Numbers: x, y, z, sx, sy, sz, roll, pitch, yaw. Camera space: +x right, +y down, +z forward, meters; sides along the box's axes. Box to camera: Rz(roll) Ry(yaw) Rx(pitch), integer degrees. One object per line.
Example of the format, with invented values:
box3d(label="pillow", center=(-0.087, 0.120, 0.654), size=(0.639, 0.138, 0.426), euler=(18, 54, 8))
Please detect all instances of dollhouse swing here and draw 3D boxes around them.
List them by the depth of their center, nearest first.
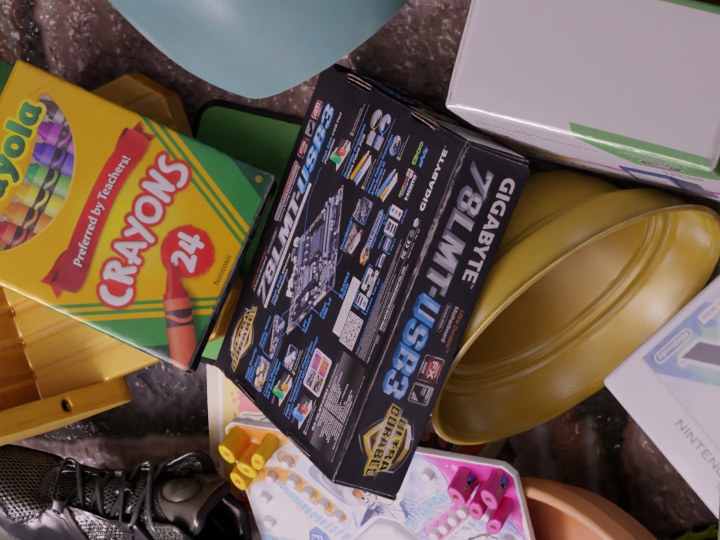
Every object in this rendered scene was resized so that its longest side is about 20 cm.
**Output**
box3d(label="dollhouse swing", center=(-0.205, -0.007, 1.464), size=(0.175, 0.181, 0.201), euler=(-22, 85, 46))

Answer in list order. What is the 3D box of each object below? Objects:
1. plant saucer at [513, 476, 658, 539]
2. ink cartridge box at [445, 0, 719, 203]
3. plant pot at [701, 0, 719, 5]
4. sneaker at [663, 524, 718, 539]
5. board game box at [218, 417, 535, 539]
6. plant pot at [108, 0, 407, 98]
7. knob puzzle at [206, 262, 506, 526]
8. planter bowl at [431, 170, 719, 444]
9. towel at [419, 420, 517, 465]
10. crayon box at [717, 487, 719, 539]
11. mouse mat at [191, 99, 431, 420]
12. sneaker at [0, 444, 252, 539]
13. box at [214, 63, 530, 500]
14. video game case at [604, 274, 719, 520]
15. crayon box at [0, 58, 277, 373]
box3d(label="plant saucer", center=(0.146, 0.203, 1.452), size=(0.200, 0.037, 0.201), euler=(38, 148, 29))
box3d(label="ink cartridge box", center=(0.143, -0.096, 1.292), size=(0.144, 0.200, 0.088), euler=(15, 91, 15))
box3d(label="plant pot", center=(0.139, -0.217, 1.281), size=(0.199, 0.200, 0.143), euler=(14, 87, 15))
box3d(label="sneaker", center=(0.255, 0.187, 1.435), size=(0.199, 0.074, 0.084), euler=(-14, 101, 34))
box3d(label="board game box", center=(0.020, 0.186, 1.489), size=(0.199, 0.026, 0.201), euler=(7, 130, 29))
box3d(label="plant pot", center=(-0.058, -0.196, 1.350), size=(0.200, 0.201, 0.161), euler=(-27, 111, 26))
box3d(label="knob puzzle", center=(-0.008, 0.090, 1.495), size=(0.218, 0.030, 0.221), euler=(8, 111, 22))
box3d(label="planter bowl", center=(0.103, 0.004, 1.380), size=(0.201, 0.200, 0.084), euler=(-50, 62, 27))
box3d(label="towel", center=(-0.003, 0.055, 1.510), size=(0.143, 0.023, 0.201), euler=(-21, 99, 28))
box3d(label="crayon box", center=(0.282, 0.132, 1.308), size=(0.171, 0.058, 0.201), euler=(2, 85, 18))
box3d(label="mouse mat", center=(-0.027, -0.007, 1.468), size=(0.199, 0.008, 0.162), euler=(15, 96, 24))
box3d(label="sneaker", center=(-0.155, 0.143, 1.522), size=(0.199, 0.076, 0.114), euler=(26, 136, -9))
box3d(label="box", center=(0.000, 0.000, 1.367), size=(0.049, 0.198, 0.201), euler=(17, 99, -26))
box3d(label="video game case", center=(0.268, 0.065, 1.361), size=(0.200, 0.022, 0.183), euler=(-42, 78, 11))
box3d(label="crayon box", center=(-0.164, -0.037, 1.425), size=(0.199, 0.051, 0.128), euler=(24, 86, 2))
